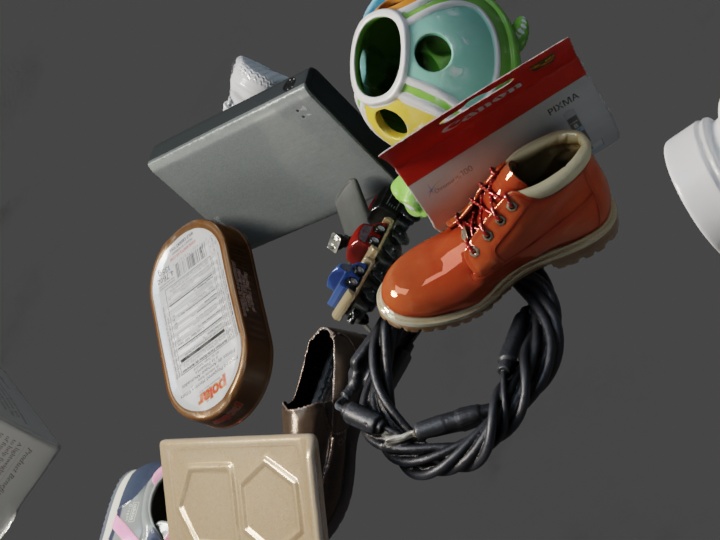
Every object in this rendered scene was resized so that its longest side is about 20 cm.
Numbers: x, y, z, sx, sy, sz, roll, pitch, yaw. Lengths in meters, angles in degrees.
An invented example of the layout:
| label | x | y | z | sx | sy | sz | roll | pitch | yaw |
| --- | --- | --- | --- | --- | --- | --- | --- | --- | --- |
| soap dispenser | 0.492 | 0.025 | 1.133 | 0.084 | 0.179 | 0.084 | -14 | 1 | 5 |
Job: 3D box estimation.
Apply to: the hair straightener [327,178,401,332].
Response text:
| label | x | y | z | sx | sy | sz | roll | pitch | yaw |
| --- | --- | --- | --- | --- | --- | --- | --- | --- | --- |
| hair straightener | 0.000 | 0.000 | 1.324 | 0.041 | 0.076 | 0.202 | -46 | 38 | 38 |

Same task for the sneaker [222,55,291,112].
| label | x | y | z | sx | sy | sz | roll | pitch | yaw |
| --- | --- | --- | --- | --- | --- | --- | --- | --- | --- |
| sneaker | -0.100 | -0.127 | 1.478 | 0.200 | 0.074 | 0.116 | 52 | -118 | -87 |

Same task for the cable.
| label | x | y | z | sx | sy | sz | roll | pitch | yaw |
| --- | --- | --- | --- | --- | --- | --- | --- | --- | --- |
| cable | 0.076 | 0.059 | 1.198 | 0.201 | 0.051 | 0.163 | -51 | 45 | -9 |

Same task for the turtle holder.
| label | x | y | z | sx | sy | sz | roll | pitch | yaw |
| --- | --- | --- | --- | --- | --- | --- | --- | --- | --- |
| turtle holder | 0.054 | -0.149 | 1.325 | 0.140 | 0.131 | 0.188 | 31 | 107 | 43 |

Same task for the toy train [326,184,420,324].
| label | x | y | z | sx | sy | sz | roll | pitch | yaw |
| --- | --- | --- | --- | --- | --- | --- | --- | --- | --- |
| toy train | 0.012 | -0.018 | 1.285 | 0.034 | 0.046 | 0.201 | -55 | 5 | 34 |

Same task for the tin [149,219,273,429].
| label | x | y | z | sx | sy | sz | roll | pitch | yaw |
| --- | --- | --- | --- | --- | --- | --- | --- | --- | --- |
| tin | -0.139 | 0.046 | 1.431 | 0.112 | 0.042 | 0.202 | -38 | 53 | 32 |

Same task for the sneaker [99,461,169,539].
| label | x | y | z | sx | sy | sz | roll | pitch | yaw |
| --- | --- | --- | --- | --- | --- | --- | --- | --- | --- |
| sneaker | -0.182 | 0.251 | 1.328 | 0.082 | 0.070 | 0.202 | -23 | 48 | 38 |

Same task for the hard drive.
| label | x | y | z | sx | sy | sz | roll | pitch | yaw |
| --- | --- | --- | --- | --- | --- | --- | --- | --- | --- |
| hard drive | -0.077 | -0.096 | 1.424 | 0.199 | 0.139 | 0.033 | -21 | 41 | 36 |

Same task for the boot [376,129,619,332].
| label | x | y | z | sx | sy | sz | roll | pitch | yaw |
| --- | --- | --- | --- | --- | --- | --- | --- | --- | --- |
| boot | 0.093 | -0.033 | 1.166 | 0.198 | 0.108 | 0.075 | -29 | 53 | -3 |

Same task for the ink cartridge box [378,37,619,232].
| label | x | y | z | sx | sy | sz | roll | pitch | yaw |
| --- | --- | --- | --- | --- | --- | --- | --- | --- | --- |
| ink cartridge box | 0.109 | -0.093 | 1.168 | 0.159 | 0.200 | 0.048 | -31 | 78 | 9 |

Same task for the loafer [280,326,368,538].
| label | x | y | z | sx | sy | sz | roll | pitch | yaw |
| --- | --- | --- | --- | --- | --- | --- | --- | --- | --- |
| loafer | -0.044 | 0.134 | 1.269 | 0.072 | 0.071 | 0.202 | -8 | 56 | 43 |

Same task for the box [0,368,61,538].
| label | x | y | z | sx | sy | sz | roll | pitch | yaw |
| --- | --- | --- | --- | --- | --- | --- | --- | --- | --- |
| box | -0.436 | 0.192 | 1.595 | 0.200 | 0.130 | 0.200 | -54 | 37 | 0 |

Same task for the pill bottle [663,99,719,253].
| label | x | y | z | sx | sy | sz | roll | pitch | yaw |
| --- | --- | --- | --- | --- | --- | --- | --- | --- | --- |
| pill bottle | 0.309 | -0.097 | 1.035 | 0.199 | 0.114 | 0.115 | -33 | 42 | 25 |

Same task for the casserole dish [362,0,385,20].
| label | x | y | z | sx | sy | sz | roll | pitch | yaw |
| --- | --- | --- | --- | --- | --- | --- | --- | --- | --- |
| casserole dish | 0.083 | -0.265 | 1.469 | 0.200 | 0.039 | 0.121 | -47 | 38 | 10 |

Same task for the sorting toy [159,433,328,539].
| label | x | y | z | sx | sy | sz | roll | pitch | yaw |
| --- | --- | --- | --- | --- | --- | --- | --- | --- | --- |
| sorting toy | -0.083 | 0.221 | 1.221 | 0.199 | 0.036 | 0.188 | -8 | 88 | 47 |
